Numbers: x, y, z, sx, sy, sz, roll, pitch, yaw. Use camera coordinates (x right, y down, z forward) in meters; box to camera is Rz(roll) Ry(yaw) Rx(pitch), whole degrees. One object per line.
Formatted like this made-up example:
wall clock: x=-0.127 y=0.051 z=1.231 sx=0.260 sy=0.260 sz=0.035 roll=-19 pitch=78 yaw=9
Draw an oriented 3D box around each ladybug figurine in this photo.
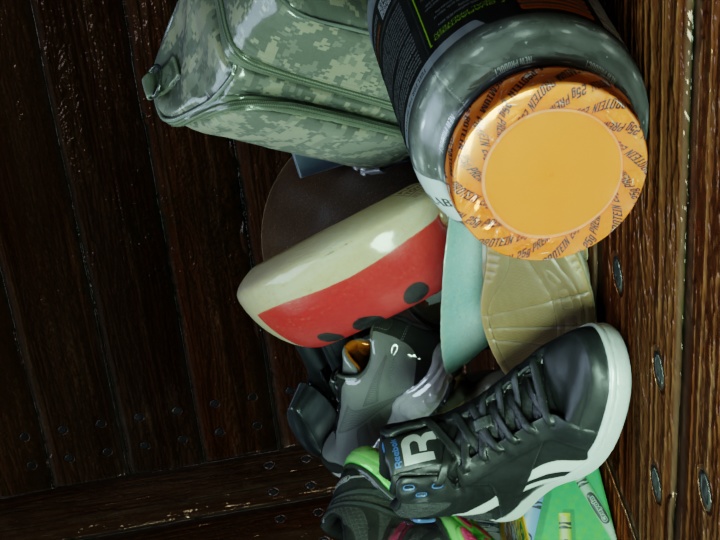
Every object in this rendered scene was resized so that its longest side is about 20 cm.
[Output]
ladybug figurine: x=0.000 y=0.000 z=1.261 sx=0.199 sy=0.135 sz=0.072 roll=-26 pitch=92 yaw=47

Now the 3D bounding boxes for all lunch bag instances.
lunch bag: x=-0.028 y=-0.149 z=1.256 sx=0.168 sy=0.198 sz=0.140 roll=-46 pitch=47 yaw=40

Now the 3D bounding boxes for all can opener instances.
can opener: x=-0.024 y=0.068 z=1.425 sx=0.201 sy=0.063 sz=0.079 roll=78 pitch=-149 yaw=-50

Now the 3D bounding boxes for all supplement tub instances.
supplement tub: x=0.075 y=-0.098 z=0.948 sx=0.201 sy=0.121 sz=0.124 roll=-104 pitch=6 yaw=-56

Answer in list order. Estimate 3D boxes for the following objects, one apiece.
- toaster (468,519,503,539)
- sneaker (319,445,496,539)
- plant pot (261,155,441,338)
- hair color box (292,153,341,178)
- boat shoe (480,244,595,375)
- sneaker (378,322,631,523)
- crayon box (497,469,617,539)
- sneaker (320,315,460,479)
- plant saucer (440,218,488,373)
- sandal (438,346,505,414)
toaster: x=0.082 y=0.247 z=1.313 sx=0.114 sy=0.198 sz=0.130 roll=113 pitch=164 yaw=-62
sneaker: x=0.039 y=0.191 z=1.221 sx=0.077 sy=0.084 sz=0.200 roll=36 pitch=179 yaw=-34
plant pot: x=0.037 y=-0.016 z=1.440 sx=0.200 sy=0.185 sz=0.189 roll=-155 pitch=55 yaw=-70
hair color box: x=-0.018 y=-0.150 z=1.495 sx=0.200 sy=0.098 sz=0.061 roll=-105 pitch=-3 yaw=-65
boat shoe: x=0.107 y=-0.019 z=1.118 sx=0.069 sy=0.073 sz=0.202 roll=-64 pitch=-31 yaw=-54
sneaker: x=0.074 y=0.100 z=1.100 sx=0.200 sy=0.111 sz=0.074 roll=122 pitch=140 yaw=-50
crayon box: x=0.133 y=0.196 z=1.216 sx=0.119 sy=0.058 sz=0.202 roll=90 pitch=170 yaw=-62
sneaker: x=0.010 y=0.090 z=1.373 sx=0.074 sy=0.079 sz=0.200 roll=-62 pitch=5 yaw=-37
plant saucer: x=0.089 y=-0.030 z=1.216 sx=0.201 sy=0.038 sz=0.203 roll=7 pitch=-90 yaw=-80
sandal: x=0.092 y=0.075 z=1.380 sx=0.200 sy=0.080 sz=0.054 roll=143 pitch=107 yaw=-79
